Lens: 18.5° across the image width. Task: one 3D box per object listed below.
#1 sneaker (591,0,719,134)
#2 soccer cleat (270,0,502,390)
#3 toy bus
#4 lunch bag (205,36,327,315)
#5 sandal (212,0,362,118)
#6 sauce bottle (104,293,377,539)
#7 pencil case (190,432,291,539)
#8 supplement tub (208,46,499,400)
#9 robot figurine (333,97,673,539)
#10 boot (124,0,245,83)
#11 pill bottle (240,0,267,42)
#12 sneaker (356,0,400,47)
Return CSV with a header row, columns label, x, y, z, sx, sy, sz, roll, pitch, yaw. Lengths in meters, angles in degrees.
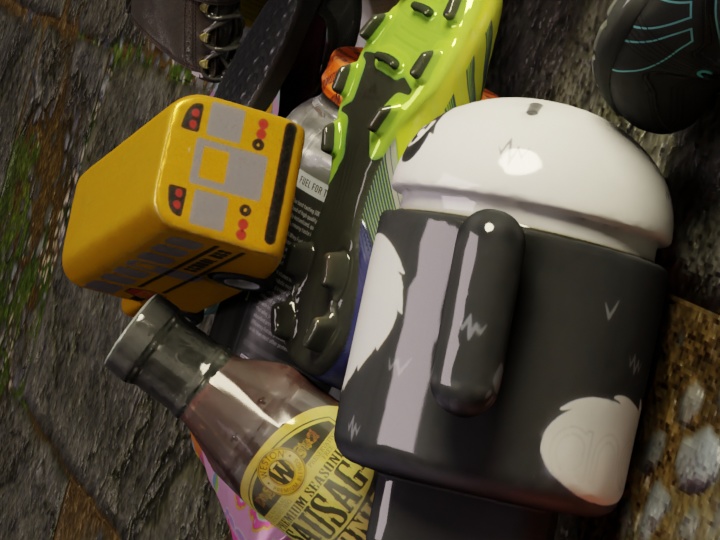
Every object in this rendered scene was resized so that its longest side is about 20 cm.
label,x,y,z,sx,sy,sz,roll,pitch,yaw
sneaker,0.143,-0.105,0.833,0.075,0.079,0.200,-43,-18,-25
soccer cleat,0.025,-0.041,0.988,0.065,0.084,0.200,23,94,55
toy bus,-0.085,-0.023,1.031,0.200,0.078,0.065,157,125,-66
lunch bag,-0.042,-0.063,1.295,0.200,0.077,0.161,132,146,-52
sandal,-0.022,-0.125,1.117,0.201,0.048,0.075,-62,16,-21
sauce bottle,-0.024,0.087,0.980,0.066,0.200,0.066,-55,-1,-2
pencil case,-0.036,0.119,1.162,0.200,0.087,0.088,-119,46,-61
supplement tub,0.000,0.000,1.082,0.123,0.122,0.200,-123,50,-63
robot figurine,0.057,0.029,0.908,0.150,0.125,0.200,7,84,62
boot,-0.074,-0.189,1.251,0.200,0.069,0.174,35,130,48
pill bottle,-0.050,-0.211,1.362,0.200,0.111,0.111,134,144,-55
sneaker,0.053,-0.175,1.123,0.116,0.074,0.200,-127,54,-68
